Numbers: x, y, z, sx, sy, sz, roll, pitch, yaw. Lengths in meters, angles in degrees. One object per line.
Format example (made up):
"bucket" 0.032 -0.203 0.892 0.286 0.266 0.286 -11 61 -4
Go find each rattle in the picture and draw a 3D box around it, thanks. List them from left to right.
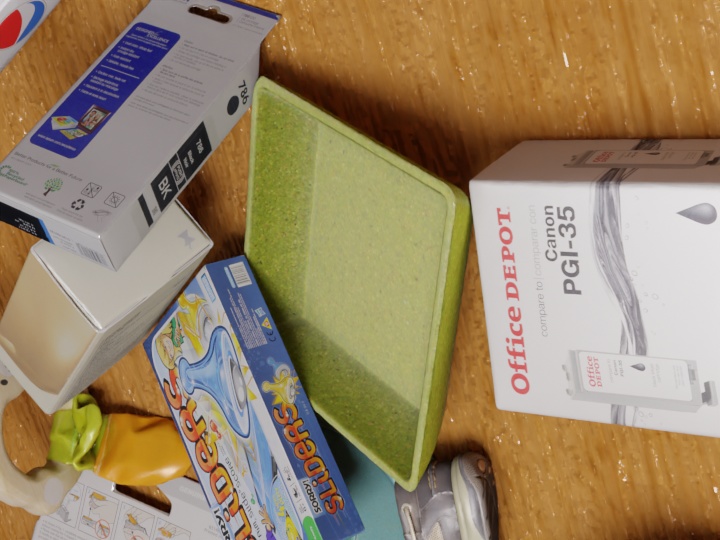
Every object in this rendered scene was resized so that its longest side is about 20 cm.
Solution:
"rattle" -0.238 0.095 0.968 0.142 0.130 0.201 11 136 42

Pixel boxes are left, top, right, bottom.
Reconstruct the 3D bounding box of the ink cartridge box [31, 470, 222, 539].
"ink cartridge box" -0.184 0.241 1.071 0.199 0.045 0.178 17 94 26

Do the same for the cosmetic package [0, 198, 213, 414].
"cosmetic package" -0.183 0.019 0.893 0.071 0.105 0.200 49 148 1

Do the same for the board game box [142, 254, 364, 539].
"board game box" -0.079 0.109 0.889 0.135 0.034 0.201 -45 66 52

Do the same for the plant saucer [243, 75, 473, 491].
"plant saucer" 0.000 0.000 0.810 0.200 0.048 0.201 35 129 43

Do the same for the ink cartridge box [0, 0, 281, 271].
"ink cartridge box" -0.137 -0.096 0.816 0.099 0.201 0.039 22 150 25

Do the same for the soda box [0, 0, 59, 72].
"soda box" -0.227 -0.207 0.847 0.068 0.064 0.200 47 108 5

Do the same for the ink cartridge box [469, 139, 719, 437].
"ink cartridge box" 0.169 0.009 0.712 0.199 0.083 0.148 3 112 32

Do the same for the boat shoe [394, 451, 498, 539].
"boat shoe" 0.062 0.219 0.875 0.073 0.074 0.202 -5 99 14

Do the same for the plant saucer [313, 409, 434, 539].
"plant saucer" -0.026 0.175 0.940 0.199 0.027 0.202 10 112 26
